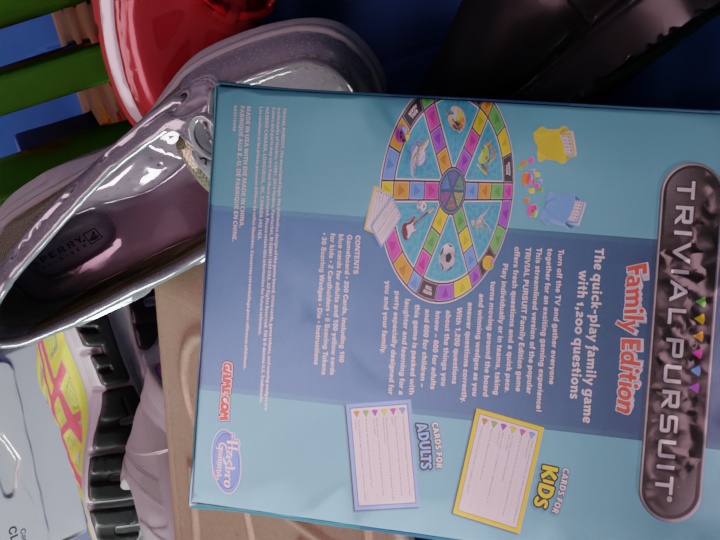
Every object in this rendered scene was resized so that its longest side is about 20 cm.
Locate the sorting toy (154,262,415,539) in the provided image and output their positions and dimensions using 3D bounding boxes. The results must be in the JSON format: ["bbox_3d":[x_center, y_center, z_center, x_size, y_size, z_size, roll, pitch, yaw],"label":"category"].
[{"bbox_3d":[-0.028,0.100,0.785,0.185,0.036,0.202,25,119,50],"label":"sorting toy"}]

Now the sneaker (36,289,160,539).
[{"bbox_3d":[-0.142,0.077,1.055,0.090,0.077,0.202,-12,86,57],"label":"sneaker"}]

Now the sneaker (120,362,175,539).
[{"bbox_3d":[-0.058,0.134,0.946,0.200,0.074,0.100,45,117,41],"label":"sneaker"}]

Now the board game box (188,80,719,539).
[{"bbox_3d":[0.042,0.017,0.643,0.198,0.047,0.153,5,93,21],"label":"board game box"}]

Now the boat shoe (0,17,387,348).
[{"bbox_3d":[-0.076,-0.032,0.762,0.201,0.065,0.075,-27,121,21],"label":"boat shoe"}]

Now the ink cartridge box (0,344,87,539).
[{"bbox_3d":[-0.299,0.112,1.219,0.199,0.144,0.147,13,120,47],"label":"ink cartridge box"}]

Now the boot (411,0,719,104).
[{"bbox_3d":[0.046,-0.133,0.688,0.198,0.073,0.163,-35,83,47],"label":"boot"}]

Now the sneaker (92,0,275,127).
[{"bbox_3d":[-0.044,-0.147,0.761,0.115,0.078,0.202,12,101,45],"label":"sneaker"}]

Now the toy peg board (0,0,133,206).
[{"bbox_3d":[-0.149,-0.072,0.903,0.199,0.097,0.202,-164,57,-71],"label":"toy peg board"}]
